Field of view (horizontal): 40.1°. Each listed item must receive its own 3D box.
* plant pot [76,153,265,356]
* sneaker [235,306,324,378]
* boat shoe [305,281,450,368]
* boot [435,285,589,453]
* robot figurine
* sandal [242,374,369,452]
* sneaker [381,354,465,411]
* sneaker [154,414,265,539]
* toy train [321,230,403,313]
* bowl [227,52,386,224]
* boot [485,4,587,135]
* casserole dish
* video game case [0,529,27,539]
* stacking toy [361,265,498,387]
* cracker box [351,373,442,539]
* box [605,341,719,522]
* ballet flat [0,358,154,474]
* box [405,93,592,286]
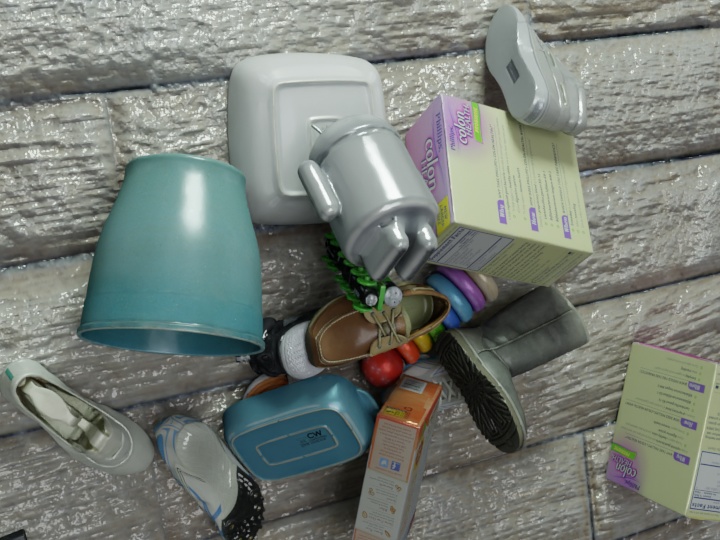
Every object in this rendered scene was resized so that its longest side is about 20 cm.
[{"bbox_3d":[-0.195,-0.016,1.059,0.196,0.199,0.193,8,77,-23],"label":"plant pot"},{"bbox_3d":[-0.064,0.076,1.177,0.199,0.112,0.077,-21,104,-57],"label":"sneaker"},{"bbox_3d":[0.025,0.056,1.121,0.198,0.073,0.077,-23,104,-41],"label":"boat shoe"},{"bbox_3d":[0.209,0.115,1.223,0.197,0.073,0.184,-12,64,-37],"label":"boot"},{"bbox_3d":[0.011,-0.086,1.068,0.167,0.113,0.203,3,51,-40],"label":"robot figurine"},{"bbox_3d":[-0.045,0.178,1.202,0.203,0.059,0.081,17,88,-24],"label":"sandal"},{"bbox_3d":[0.120,0.140,1.257,0.197,0.086,0.076,-24,105,-18],"label":"sneaker"},{"bbox_3d":[-0.174,0.245,1.156,0.072,0.072,0.202,-42,123,-26],"label":"sneaker"},{"bbox_3d":[0.000,0.000,1.130,0.055,0.200,0.043,4,108,-17],"label":"toy train"},{"bbox_3d":[-0.052,-0.157,1.162,0.196,0.074,0.205,-5,95,-23],"label":"bowl"},{"bbox_3d":[0.221,-0.245,1.230,0.094,0.074,0.203,16,47,-27],"label":"boot"},{"bbox_3d":[-0.072,0.190,1.141,0.196,0.039,0.122,-19,124,18],"label":"casserole dish"},{"bbox_3d":[-0.428,0.412,1.077,0.178,0.025,0.204,-18,101,-21],"label":"video game case"},{"bbox_3d":[0.080,0.068,1.243,0.200,0.085,0.086,-45,110,-6],"label":"stacking toy"},{"bbox_3d":[0.041,0.244,1.179,0.056,0.134,0.204,14,107,12],"label":"cracker box"},{"bbox_3d":[0.443,0.217,1.353,0.095,0.175,0.205,12,90,-23],"label":"box"},{"bbox_3d":[-0.309,0.170,1.084,0.199,0.069,0.070,41,79,-21],"label":"ballet flat"},{"bbox_3d":[0.165,-0.094,1.200,0.196,0.097,0.179,11,60,-25],"label":"box"}]
